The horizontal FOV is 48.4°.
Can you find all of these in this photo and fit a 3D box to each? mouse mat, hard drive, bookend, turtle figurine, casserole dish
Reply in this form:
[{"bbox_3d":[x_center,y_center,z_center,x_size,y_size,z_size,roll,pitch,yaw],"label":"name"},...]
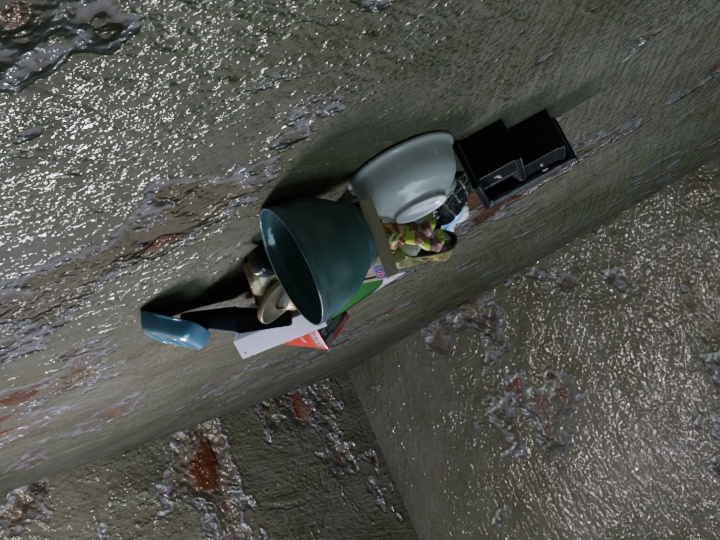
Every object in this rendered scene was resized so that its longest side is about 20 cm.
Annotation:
[{"bbox_3d":[0.000,0.000,1.660,0.199,0.007,0.163,-32,137,-47],"label":"mouse mat"},{"bbox_3d":[-0.251,0.097,1.605,0.138,0.034,0.198,-5,-176,-44],"label":"hard drive"},{"bbox_3d":[0.283,-0.212,1.443,0.198,0.093,0.199,-28,168,10],"label":"bookend"},{"bbox_3d":[0.065,-0.062,1.412,0.158,0.066,0.200,3,-161,-20],"label":"turtle figurine"},{"bbox_3d":[-0.357,0.119,1.541,0.119,0.039,0.200,11,167,2],"label":"casserole dish"}]

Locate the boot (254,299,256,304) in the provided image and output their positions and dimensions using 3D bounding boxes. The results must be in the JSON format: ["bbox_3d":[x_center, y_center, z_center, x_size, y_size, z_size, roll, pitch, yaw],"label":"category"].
[{"bbox_3d":[-0.108,0.012,1.689,0.187,0.069,0.199,-34,-177,-38],"label":"boot"}]

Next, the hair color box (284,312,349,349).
[{"bbox_3d":[-0.132,0.112,1.778,0.198,0.062,0.102,2,-137,41],"label":"hair color box"}]

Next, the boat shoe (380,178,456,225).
[{"bbox_3d":[0.101,-0.121,1.517,0.200,0.071,0.071,-34,164,30],"label":"boat shoe"}]

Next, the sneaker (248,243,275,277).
[{"bbox_3d":[-0.112,-0.043,1.449,0.103,0.061,0.199,-29,174,28],"label":"sneaker"}]

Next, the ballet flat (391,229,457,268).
[{"bbox_3d":[0.111,-0.048,1.513,0.198,0.072,0.070,-6,159,-42],"label":"ballet flat"}]

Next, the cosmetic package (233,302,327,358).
[{"bbox_3d":[-0.162,0.097,1.697,0.197,0.052,0.151,-22,-155,11],"label":"cosmetic package"}]

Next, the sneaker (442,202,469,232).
[{"bbox_3d":[0.159,-0.108,1.738,0.088,0.079,0.201,-9,155,-21],"label":"sneaker"}]

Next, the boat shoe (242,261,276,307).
[{"bbox_3d":[-0.183,0.025,1.552,0.062,0.074,0.200,-21,169,-6],"label":"boat shoe"}]

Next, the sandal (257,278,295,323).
[{"bbox_3d":[-0.108,0.037,1.514,0.198,0.054,0.081,-32,142,-10],"label":"sandal"}]

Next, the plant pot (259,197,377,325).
[{"bbox_3d":[-0.057,-0.032,1.279,0.133,0.202,0.200,-26,170,-19],"label":"plant pot"}]

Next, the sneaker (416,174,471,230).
[{"bbox_3d":[0.134,-0.124,1.587,0.199,0.080,0.078,-41,138,-4],"label":"sneaker"}]

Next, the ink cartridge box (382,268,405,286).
[{"bbox_3d":[-0.016,0.016,1.846,0.199,0.086,0.144,-34,166,31],"label":"ink cartridge box"}]

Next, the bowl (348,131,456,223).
[{"bbox_3d":[0.084,-0.141,1.344,0.198,0.092,0.201,-23,169,-5],"label":"bowl"}]

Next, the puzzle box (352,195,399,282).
[{"bbox_3d":[0.001,-0.046,1.370,0.025,0.135,0.200,-22,-178,-18],"label":"puzzle box"}]
